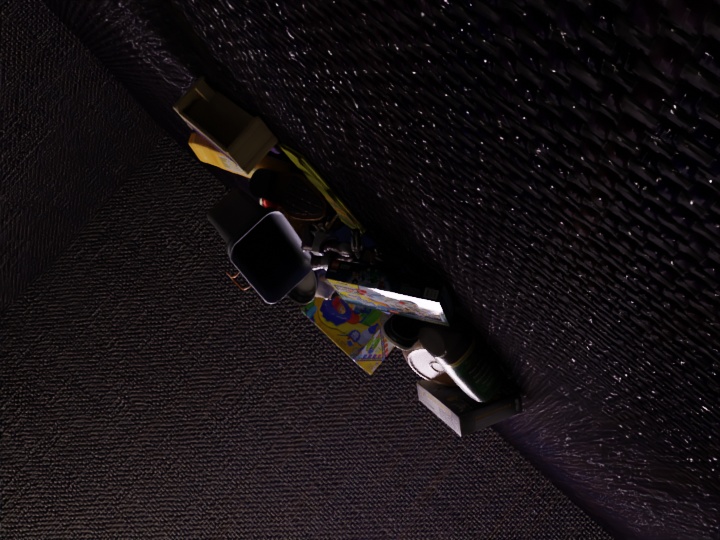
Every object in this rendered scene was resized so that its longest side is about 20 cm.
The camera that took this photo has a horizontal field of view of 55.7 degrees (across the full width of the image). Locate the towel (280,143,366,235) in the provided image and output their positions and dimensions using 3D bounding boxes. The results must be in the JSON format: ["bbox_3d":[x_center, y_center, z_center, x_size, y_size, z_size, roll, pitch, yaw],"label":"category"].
[{"bbox_3d":[-0.065,-0.138,1.184,0.086,0.018,0.200,35,171,50],"label":"towel"}]

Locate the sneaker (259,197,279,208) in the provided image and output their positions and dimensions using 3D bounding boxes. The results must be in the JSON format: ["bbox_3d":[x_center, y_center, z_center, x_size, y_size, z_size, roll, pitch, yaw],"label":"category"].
[{"bbox_3d":[-0.171,-0.147,1.710,0.084,0.078,0.199,16,166,41],"label":"sneaker"}]

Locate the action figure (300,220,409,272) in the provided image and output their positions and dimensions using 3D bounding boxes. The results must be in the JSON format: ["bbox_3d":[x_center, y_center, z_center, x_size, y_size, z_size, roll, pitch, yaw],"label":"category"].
[{"bbox_3d":[-0.006,-0.031,1.169,0.197,0.070,0.130,10,161,28],"label":"action figure"}]

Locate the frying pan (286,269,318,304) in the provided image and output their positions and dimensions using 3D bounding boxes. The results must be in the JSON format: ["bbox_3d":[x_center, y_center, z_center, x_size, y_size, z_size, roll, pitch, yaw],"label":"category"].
[{"bbox_3d":[-0.156,-0.004,1.408,0.188,0.031,0.117,29,126,30],"label":"frying pan"}]

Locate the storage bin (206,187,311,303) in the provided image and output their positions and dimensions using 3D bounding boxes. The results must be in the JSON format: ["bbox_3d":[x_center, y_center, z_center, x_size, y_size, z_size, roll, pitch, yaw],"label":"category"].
[{"bbox_3d":[-0.204,-0.049,1.288,0.134,0.145,0.201,41,170,36],"label":"storage bin"}]

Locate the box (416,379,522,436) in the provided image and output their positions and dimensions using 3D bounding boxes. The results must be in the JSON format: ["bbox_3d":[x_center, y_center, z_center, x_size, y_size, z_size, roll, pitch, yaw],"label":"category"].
[{"bbox_3d":[0.237,0.278,1.506,0.200,0.156,0.049,-149,47,-65],"label":"box"}]

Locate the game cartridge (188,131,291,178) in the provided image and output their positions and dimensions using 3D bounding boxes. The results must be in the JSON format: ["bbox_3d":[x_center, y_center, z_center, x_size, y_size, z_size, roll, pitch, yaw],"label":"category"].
[{"bbox_3d":[-0.231,-0.212,1.341,0.197,0.033,0.176,17,176,-4],"label":"game cartridge"}]

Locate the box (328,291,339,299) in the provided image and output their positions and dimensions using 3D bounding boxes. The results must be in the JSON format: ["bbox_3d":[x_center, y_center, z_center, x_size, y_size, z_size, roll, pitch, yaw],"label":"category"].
[{"bbox_3d":[-0.076,-0.023,1.560,0.199,0.162,0.022,40,133,27],"label":"box"}]

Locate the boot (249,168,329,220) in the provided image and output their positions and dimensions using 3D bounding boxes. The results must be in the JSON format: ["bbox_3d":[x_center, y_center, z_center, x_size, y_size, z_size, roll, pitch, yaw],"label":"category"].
[{"bbox_3d":[-0.104,-0.133,1.222,0.199,0.076,0.096,28,-169,38],"label":"boot"}]

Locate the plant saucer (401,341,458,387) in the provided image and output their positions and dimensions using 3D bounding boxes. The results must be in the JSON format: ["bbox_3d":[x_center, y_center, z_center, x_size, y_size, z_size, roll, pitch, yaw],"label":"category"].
[{"bbox_3d":[0.171,0.194,1.455,0.197,0.037,0.202,18,146,13],"label":"plant saucer"}]

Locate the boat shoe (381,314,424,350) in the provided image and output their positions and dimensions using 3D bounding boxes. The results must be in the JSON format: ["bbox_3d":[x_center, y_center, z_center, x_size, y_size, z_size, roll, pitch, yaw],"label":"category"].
[{"bbox_3d":[0.097,0.096,1.307,0.074,0.067,0.199,37,-163,14],"label":"boat shoe"}]

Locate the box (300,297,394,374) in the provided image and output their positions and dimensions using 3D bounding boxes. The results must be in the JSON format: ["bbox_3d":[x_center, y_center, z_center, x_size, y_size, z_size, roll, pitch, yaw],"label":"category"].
[{"bbox_3d":[0.002,0.099,1.623,0.199,0.193,0.122,38,174,32],"label":"box"}]

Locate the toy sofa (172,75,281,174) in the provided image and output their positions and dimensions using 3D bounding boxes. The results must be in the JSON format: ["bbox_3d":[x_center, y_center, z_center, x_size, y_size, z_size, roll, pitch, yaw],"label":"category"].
[{"bbox_3d":[-0.231,-0.248,1.194,0.199,0.083,0.098,39,174,34],"label":"toy sofa"}]

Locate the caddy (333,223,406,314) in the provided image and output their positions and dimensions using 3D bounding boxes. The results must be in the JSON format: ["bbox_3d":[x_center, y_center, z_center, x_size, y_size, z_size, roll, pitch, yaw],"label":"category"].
[{"bbox_3d":[0.000,0.000,1.309,0.200,0.105,0.141,43,176,-2],"label":"caddy"}]

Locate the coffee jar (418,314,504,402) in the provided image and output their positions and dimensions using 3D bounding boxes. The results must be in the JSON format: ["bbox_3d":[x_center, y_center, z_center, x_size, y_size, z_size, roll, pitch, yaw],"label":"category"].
[{"bbox_3d":[0.191,0.161,1.290,0.104,0.085,0.200,38,173,48],"label":"coffee jar"}]

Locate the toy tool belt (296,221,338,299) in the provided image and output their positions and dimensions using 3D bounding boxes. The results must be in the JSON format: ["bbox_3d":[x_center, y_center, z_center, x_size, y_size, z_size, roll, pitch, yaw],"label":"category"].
[{"bbox_3d":[-0.069,-0.042,1.466,0.123,0.124,0.201,16,-143,2],"label":"toy tool belt"}]

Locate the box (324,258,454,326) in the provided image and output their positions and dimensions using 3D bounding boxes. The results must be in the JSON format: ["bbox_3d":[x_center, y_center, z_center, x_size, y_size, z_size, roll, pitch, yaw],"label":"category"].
[{"bbox_3d":[0.052,0.037,1.143,0.197,0.038,0.137,12,164,19],"label":"box"}]

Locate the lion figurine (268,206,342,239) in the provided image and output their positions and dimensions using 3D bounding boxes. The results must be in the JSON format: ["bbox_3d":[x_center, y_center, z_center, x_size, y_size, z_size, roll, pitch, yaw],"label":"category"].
[{"bbox_3d":[-0.118,-0.094,1.360,0.072,0.123,0.200,44,174,-30],"label":"lion figurine"}]
